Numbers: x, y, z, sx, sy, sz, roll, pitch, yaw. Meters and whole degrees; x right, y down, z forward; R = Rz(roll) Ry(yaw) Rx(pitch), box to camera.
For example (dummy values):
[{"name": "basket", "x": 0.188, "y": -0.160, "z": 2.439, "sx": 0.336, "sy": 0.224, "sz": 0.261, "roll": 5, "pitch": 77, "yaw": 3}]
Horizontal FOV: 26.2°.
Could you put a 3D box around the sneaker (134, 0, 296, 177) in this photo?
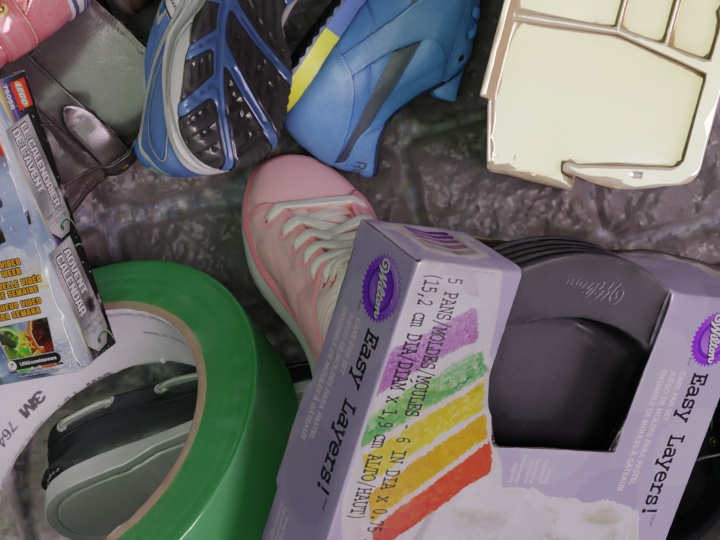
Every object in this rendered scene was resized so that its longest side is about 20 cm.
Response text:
[{"name": "sneaker", "x": -0.069, "y": -0.137, "z": 0.762, "sx": 0.075, "sy": 0.077, "sz": 0.201, "roll": 29, "pitch": 63, "yaw": -29}]

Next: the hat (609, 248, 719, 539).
[{"name": "hat", "x": 0.127, "y": 0.080, "z": 0.761, "sx": 0.199, "sy": 0.081, "sz": 0.202, "roll": 1, "pitch": 104, "yaw": 2}]

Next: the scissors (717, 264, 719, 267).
[{"name": "scissors", "x": 0.139, "y": 0.011, "z": 0.795, "sx": 0.199, "sy": 0.014, "sz": 0.074, "roll": 22, "pitch": 98, "yaw": 6}]

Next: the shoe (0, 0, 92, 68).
[{"name": "shoe", "x": -0.230, "y": -0.167, "z": 0.766, "sx": 0.200, "sy": 0.072, "sz": 0.091, "roll": 38, "pitch": 70, "yaw": 18}]

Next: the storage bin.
[{"name": "storage bin", "x": 0.121, "y": -0.131, "z": 0.693, "sx": 0.093, "sy": 0.200, "sz": 0.200, "roll": 15, "pitch": 95, "yaw": 7}]

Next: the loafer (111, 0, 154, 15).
[{"name": "loafer", "x": -0.100, "y": -0.229, "z": 0.774, "sx": 0.070, "sy": 0.073, "sz": 0.201, "roll": 2, "pitch": 92, "yaw": 6}]

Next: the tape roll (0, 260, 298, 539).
[{"name": "tape roll", "x": -0.127, "y": 0.088, "z": 0.733, "sx": 0.199, "sy": 0.048, "sz": 0.201, "roll": -17, "pitch": 47, "yaw": 19}]

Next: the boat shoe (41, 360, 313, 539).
[{"name": "boat shoe", "x": -0.070, "y": 0.075, "z": 0.793, "sx": 0.199, "sy": 0.076, "sz": 0.061, "roll": -16, "pitch": 46, "yaw": 1}]

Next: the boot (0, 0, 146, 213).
[{"name": "boot", "x": -0.199, "y": -0.088, "z": 0.807, "sx": 0.200, "sy": 0.069, "sz": 0.174, "roll": 37, "pitch": 91, "yaw": -1}]

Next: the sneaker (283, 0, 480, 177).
[{"name": "sneaker", "x": 0.036, "y": -0.139, "z": 0.775, "sx": 0.078, "sy": 0.066, "sz": 0.201, "roll": 35, "pitch": 96, "yaw": -9}]

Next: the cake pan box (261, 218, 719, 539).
[{"name": "cake pan box", "x": 0.059, "y": 0.079, "z": 0.652, "sx": 0.183, "sy": 0.052, "sz": 0.201, "roll": 7, "pitch": 108, "yaw": -35}]

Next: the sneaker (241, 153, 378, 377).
[{"name": "sneaker", "x": 0.000, "y": 0.000, "z": 0.726, "sx": 0.075, "sy": 0.105, "sz": 0.201, "roll": -7, "pitch": 54, "yaw": -19}]

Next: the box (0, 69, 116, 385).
[{"name": "box", "x": -0.228, "y": -0.006, "z": 0.744, "sx": 0.199, "sy": 0.040, "sz": 0.138, "roll": -10, "pitch": 105, "yaw": 23}]
